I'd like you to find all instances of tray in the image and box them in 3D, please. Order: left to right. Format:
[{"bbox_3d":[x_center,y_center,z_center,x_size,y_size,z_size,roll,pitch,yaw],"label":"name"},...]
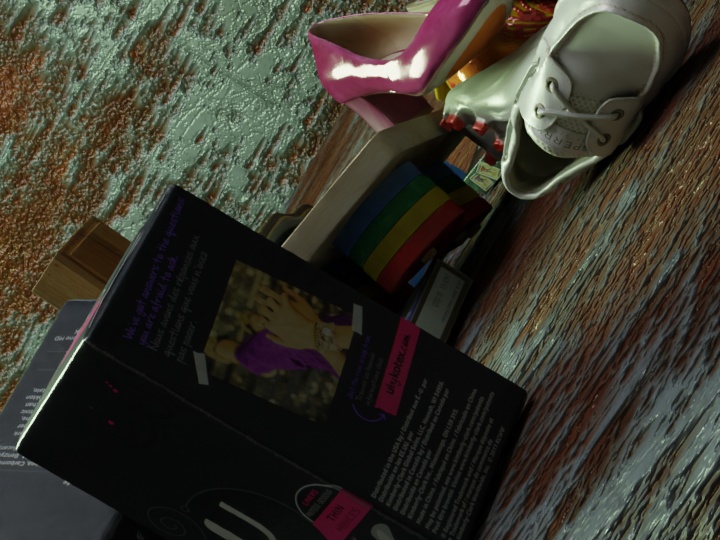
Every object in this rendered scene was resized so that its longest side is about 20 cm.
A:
[{"bbox_3d":[-0.114,0.043,1.562,0.037,0.200,0.099,-55,3,17],"label":"tray"}]

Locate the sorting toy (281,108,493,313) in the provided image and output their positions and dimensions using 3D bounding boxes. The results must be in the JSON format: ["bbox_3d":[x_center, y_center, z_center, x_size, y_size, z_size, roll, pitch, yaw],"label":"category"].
[{"bbox_3d":[0.000,0.000,1.496,0.200,0.070,0.199,-50,-7,17],"label":"sorting toy"}]

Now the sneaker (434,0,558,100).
[{"bbox_3d":[0.095,-0.139,1.528,0.200,0.073,0.077,-176,85,-80],"label":"sneaker"}]

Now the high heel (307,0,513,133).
[{"bbox_3d":[0.026,-0.153,1.455,0.067,0.096,0.200,-38,-5,-23],"label":"high heel"}]

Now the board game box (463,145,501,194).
[{"bbox_3d":[0.130,-0.140,1.565,0.105,0.023,0.200,-63,6,-35],"label":"board game box"}]

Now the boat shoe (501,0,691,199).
[{"bbox_3d":[0.117,-0.088,1.225,0.069,0.071,0.200,-64,-2,-22],"label":"boat shoe"}]

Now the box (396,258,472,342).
[{"bbox_3d":[-0.001,0.095,1.476,0.200,0.032,0.121,-53,8,44],"label":"box"}]

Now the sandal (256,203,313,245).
[{"bbox_3d":[-0.059,-0.002,1.787,0.080,0.054,0.200,-54,-8,20],"label":"sandal"}]

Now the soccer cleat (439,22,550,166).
[{"bbox_3d":[0.108,-0.107,1.418,0.078,0.069,0.200,-55,11,-12],"label":"soccer cleat"}]

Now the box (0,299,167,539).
[{"bbox_3d":[-0.112,0.151,1.250,0.117,0.197,0.200,0,45,30],"label":"box"}]

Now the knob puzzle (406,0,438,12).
[{"bbox_3d":[0.110,-0.223,1.551,0.219,0.031,0.220,-31,9,5],"label":"knob puzzle"}]

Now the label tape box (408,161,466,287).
[{"bbox_3d":[-0.004,0.018,1.729,0.200,0.063,0.144,-57,6,49],"label":"label tape box"}]

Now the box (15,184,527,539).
[{"bbox_3d":[-0.043,0.072,1.119,0.122,0.200,0.106,-53,9,52],"label":"box"}]
